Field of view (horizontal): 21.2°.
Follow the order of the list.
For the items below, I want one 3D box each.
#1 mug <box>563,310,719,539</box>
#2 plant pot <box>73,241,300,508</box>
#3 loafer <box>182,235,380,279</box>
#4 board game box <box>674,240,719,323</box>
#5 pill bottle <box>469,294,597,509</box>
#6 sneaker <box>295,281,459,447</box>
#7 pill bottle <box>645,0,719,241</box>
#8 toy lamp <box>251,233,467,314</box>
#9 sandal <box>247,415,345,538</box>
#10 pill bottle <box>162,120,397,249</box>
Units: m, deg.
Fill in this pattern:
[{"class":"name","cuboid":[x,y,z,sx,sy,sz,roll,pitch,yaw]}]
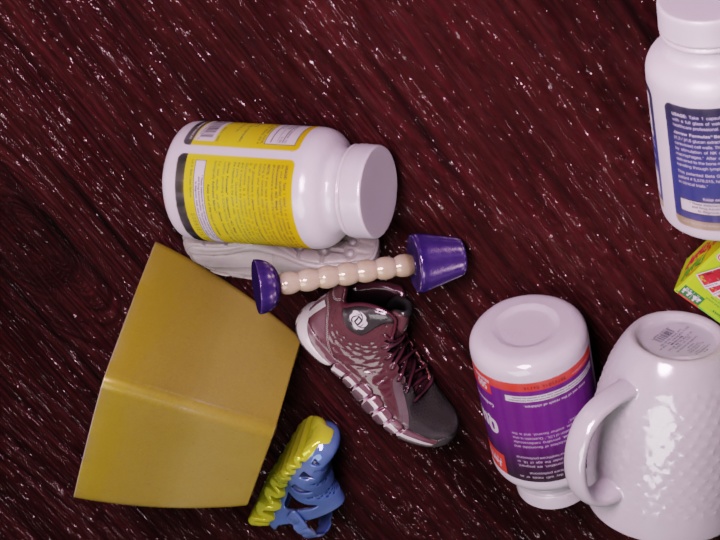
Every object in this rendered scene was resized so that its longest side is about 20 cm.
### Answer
[{"class":"mug","cuboid":[0.262,0.142,1.734,0.147,0.199,0.176,33,133,44]},{"class":"plant pot","cuboid":[-0.168,0.127,1.965,0.175,0.201,0.201,18,136,-3]},{"class":"loafer","cuboid":[-0.073,-0.022,1.867,0.199,0.070,0.070,7,153,19]},{"class":"board game box","cuboid":[0.385,0.034,1.676,0.200,0.048,0.102,36,136,-4]},{"class":"pill bottle","cuboid":[0.171,0.129,1.828,0.112,0.113,0.201,5,130,24]},{"class":"sneaker","cuboid":[0.037,0.084,1.891,0.200,0.076,0.116,39,132,-7]},{"class":"pill bottle","cuboid":[0.286,-0.133,1.536,0.110,0.111,0.201,6,131,24]},{"class":"toy lamp","cuboid":[0.000,0.000,1.786,0.199,0.058,0.058,-7,134,-12]},{"class":"sandal","cuboid":[-0.052,0.226,2.067,0.087,0.080,0.200,27,144,-1]},{"class":"pill bottle","cuboid":[-0.073,-0.078,1.776,0.199,0.113,0.113,5,130,25]}]
